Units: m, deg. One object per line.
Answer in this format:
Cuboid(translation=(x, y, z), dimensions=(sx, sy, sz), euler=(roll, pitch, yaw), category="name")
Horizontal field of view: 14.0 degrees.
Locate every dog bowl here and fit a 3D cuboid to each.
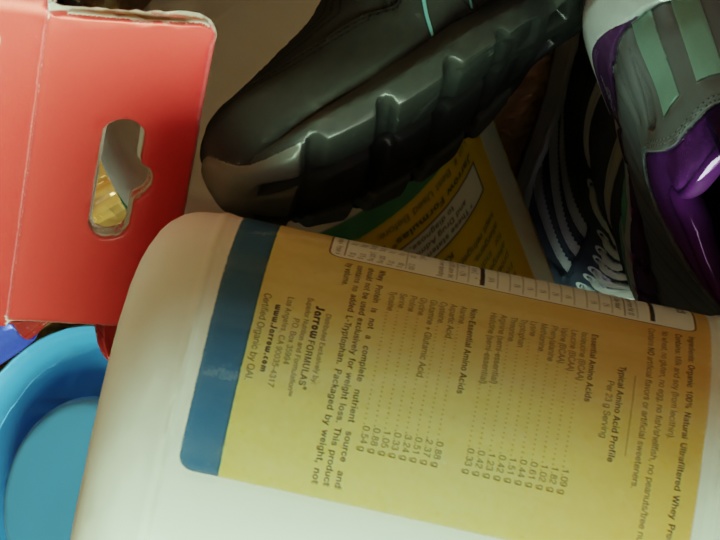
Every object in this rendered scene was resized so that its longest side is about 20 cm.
Cuboid(translation=(-0.057, 0.104, 0.968), dimensions=(0.112, 0.200, 0.049), euler=(-54, 146, 13), category="dog bowl")

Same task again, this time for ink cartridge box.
Cuboid(translation=(-0.143, -0.052, 0.771), dimensions=(0.198, 0.068, 0.117), euler=(5, 134, -10), category="ink cartridge box")

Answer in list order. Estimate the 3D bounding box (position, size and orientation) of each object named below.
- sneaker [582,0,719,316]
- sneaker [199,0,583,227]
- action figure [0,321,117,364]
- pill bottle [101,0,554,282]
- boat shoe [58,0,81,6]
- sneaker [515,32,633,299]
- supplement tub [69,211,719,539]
Cuboid(translation=(0.107, 0.002, 0.799), dimensions=(0.074, 0.088, 0.200), euler=(-20, 139, 10), category="sneaker")
Cuboid(translation=(0.026, -0.086, 0.800), dimensions=(0.200, 0.079, 0.075), euler=(-37, 167, -23), category="sneaker")
Cuboid(translation=(-0.157, 0.036, 0.937), dimensions=(0.065, 0.052, 0.199), euler=(18, 154, -40), category="action figure")
Cuboid(translation=(0.000, 0.000, 0.918), dimensions=(0.112, 0.113, 0.200), euler=(-18, 139, 6), category="pill bottle")
Cuboid(translation=(-0.113, -0.058, 0.860), dimensions=(0.070, 0.064, 0.201), euler=(-5, 138, -9), category="boat shoe")
Cuboid(translation=(0.095, -0.013, 0.928), dimensions=(0.070, 0.109, 0.201), euler=(-7, 137, -9), category="sneaker")
Cuboid(translation=(0.031, 0.073, 0.746), dimensions=(0.199, 0.145, 0.145), euler=(12, 136, 0), category="supplement tub")
